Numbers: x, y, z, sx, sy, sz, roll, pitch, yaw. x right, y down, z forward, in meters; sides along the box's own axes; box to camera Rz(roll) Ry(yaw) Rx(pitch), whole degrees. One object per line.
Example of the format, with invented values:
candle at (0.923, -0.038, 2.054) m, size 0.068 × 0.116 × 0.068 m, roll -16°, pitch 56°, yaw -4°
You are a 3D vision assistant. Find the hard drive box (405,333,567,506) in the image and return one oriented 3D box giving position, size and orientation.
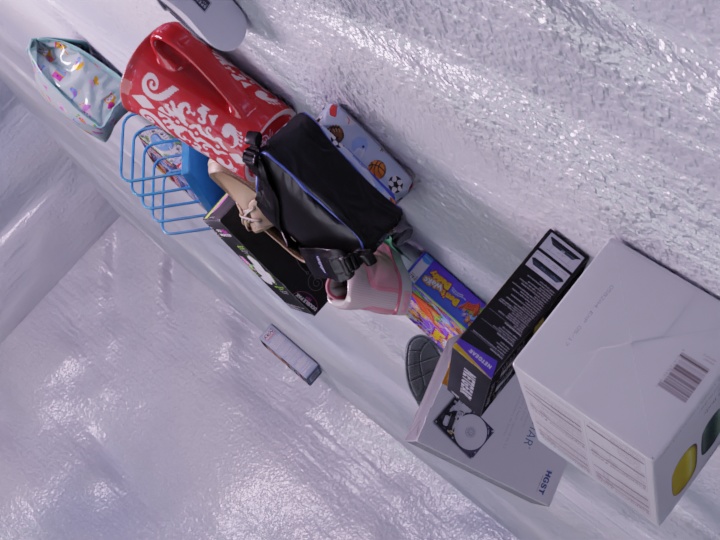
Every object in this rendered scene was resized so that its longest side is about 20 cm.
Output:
hard drive box at (0.183, 0.198, 1.443) m, size 0.198 × 0.157 × 0.077 m, roll 26°, pitch 168°, yaw -5°

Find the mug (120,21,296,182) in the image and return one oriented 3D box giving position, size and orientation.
mug at (-0.197, -0.211, 1.372) m, size 0.199 × 0.134 × 0.177 m, roll 35°, pitch -172°, yaw 14°

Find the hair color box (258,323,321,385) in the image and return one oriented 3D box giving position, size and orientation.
hair color box at (-0.213, 0.258, 3.314) m, size 0.199 × 0.061 × 0.099 m, roll 40°, pitch 168°, yaw 16°

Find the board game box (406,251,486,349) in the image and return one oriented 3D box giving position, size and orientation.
board game box at (0.113, 0.053, 1.537) m, size 0.134 × 0.045 × 0.200 m, roll 41°, pitch 168°, yaw 4°

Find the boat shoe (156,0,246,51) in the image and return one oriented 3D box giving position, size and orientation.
boat shoe at (-0.204, -0.322, 1.187) m, size 0.068 × 0.072 × 0.200 m, roll 27°, pitch 168°, yaw 47°

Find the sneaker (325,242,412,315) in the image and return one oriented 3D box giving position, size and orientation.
sneaker at (0.000, 0.000, 1.467) m, size 0.103 × 0.076 × 0.201 m, roll 4°, pitch -159°, yaw -12°

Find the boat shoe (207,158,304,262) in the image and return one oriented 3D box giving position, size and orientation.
boat shoe at (-0.129, -0.083, 1.470) m, size 0.199 × 0.065 × 0.071 m, roll 35°, pitch 158°, yaw -25°

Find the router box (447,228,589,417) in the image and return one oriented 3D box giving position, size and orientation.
router box at (0.159, 0.061, 1.135) m, size 0.052 × 0.158 × 0.200 m, roll 38°, pitch 167°, yaw 14°

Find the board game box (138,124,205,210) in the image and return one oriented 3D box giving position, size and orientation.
board game box at (-0.318, -0.195, 2.021) m, size 0.200 × 0.062 × 0.200 m, roll 40°, pitch 167°, yaw 11°

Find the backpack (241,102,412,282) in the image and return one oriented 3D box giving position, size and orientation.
backpack at (-0.040, -0.088, 1.270) m, size 0.200 × 0.154 × 0.191 m, roll 49°, pitch 158°, yaw 1°

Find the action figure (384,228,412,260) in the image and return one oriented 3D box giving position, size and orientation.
action figure at (-0.021, -0.087, 1.448) m, size 0.199 × 0.055 × 0.118 m, roll 29°, pitch 165°, yaw 35°

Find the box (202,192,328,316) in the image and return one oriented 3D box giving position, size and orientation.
box at (-0.106, -0.058, 1.598) m, size 0.200 × 0.149 × 0.124 m, roll 45°, pitch 168°, yaw -17°

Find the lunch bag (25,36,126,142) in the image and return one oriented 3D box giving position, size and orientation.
lunch bag at (-0.529, -0.349, 2.022) m, size 0.199 × 0.122 × 0.170 m, roll 37°, pitch 170°, yaw -6°

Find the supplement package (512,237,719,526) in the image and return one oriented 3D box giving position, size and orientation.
supplement package at (0.254, 0.108, 1.001) m, size 0.150 × 0.152 × 0.200 m, roll 34°, pitch 166°, yaw 29°

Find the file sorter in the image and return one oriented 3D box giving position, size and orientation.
file sorter at (-0.305, -0.163, 1.797) m, size 0.200 × 0.121 × 0.140 m, roll 66°, pitch -162°, yaw -63°

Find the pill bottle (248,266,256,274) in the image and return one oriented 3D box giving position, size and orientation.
pill bottle at (-0.159, -0.053, 1.885) m, size 0.111 × 0.111 × 0.200 m, roll 36°, pitch 167°, yaw 25°

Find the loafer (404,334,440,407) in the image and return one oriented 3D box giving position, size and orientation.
loafer at (0.119, 0.209, 1.873) m, size 0.063 × 0.071 × 0.202 m, roll 150°, pitch 102°, yaw -83°
